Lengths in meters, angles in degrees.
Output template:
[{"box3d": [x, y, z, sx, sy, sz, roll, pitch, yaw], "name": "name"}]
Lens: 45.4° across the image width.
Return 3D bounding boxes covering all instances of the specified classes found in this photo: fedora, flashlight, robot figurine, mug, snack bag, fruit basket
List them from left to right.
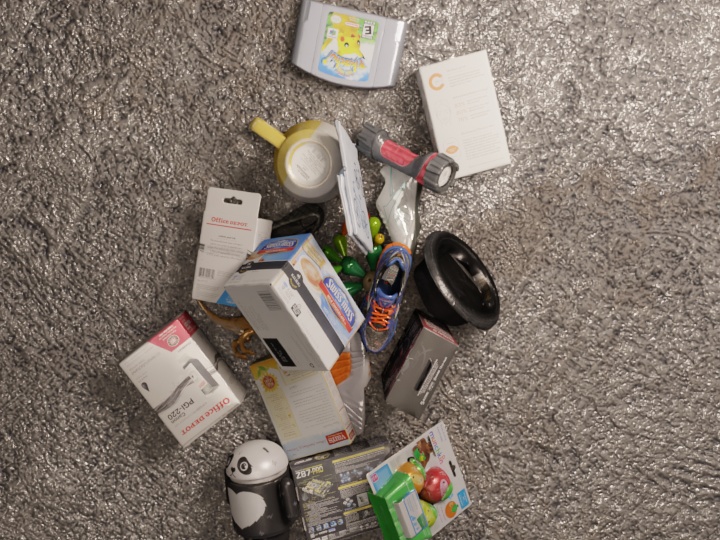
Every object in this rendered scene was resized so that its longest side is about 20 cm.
[{"box3d": [-0.187, 0.421, 1.613, 0.147, 0.125, 0.204, -7, 98, 0], "name": "robot figurine"}, {"box3d": [-0.105, -0.190, 1.518, 0.183, 0.153, 0.153, 2, 99, -1], "name": "mug"}, {"box3d": [-0.015, -0.139, 1.461, 0.021, 0.189, 0.204, -10, 81, 8], "name": "snack bag"}, {"box3d": [0.078, -0.202, 1.511, 0.199, 0.068, 0.068, 34, 95, 31], "name": "flashlight"}, {"box3d": [0.117, 0.413, 1.608, 0.198, 0.093, 0.188, -26, 103, -27], "name": "fruit basket"}, {"box3d": [0.163, 0.032, 1.567, 0.091, 0.201, 0.201, -36, 98, 35], "name": "fedora"}]

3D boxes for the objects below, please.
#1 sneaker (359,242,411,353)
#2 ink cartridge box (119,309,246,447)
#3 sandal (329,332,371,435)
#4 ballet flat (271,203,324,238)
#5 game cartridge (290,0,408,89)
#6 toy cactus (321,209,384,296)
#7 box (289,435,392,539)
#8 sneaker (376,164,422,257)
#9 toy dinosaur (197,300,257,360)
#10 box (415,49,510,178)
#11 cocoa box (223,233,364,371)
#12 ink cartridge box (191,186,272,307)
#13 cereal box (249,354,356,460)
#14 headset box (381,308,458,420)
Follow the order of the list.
[{"box3d": [0.040, 0.052, 1.526, 0.074, 0.078, 0.204, 12, 101, 2], "name": "sneaker"}, {"box3d": [-0.328, 0.202, 1.603, 0.145, 0.085, 0.201, -36, 98, 4], "name": "ink cartridge box"}, {"box3d": [-0.018, 0.205, 1.622, 0.078, 0.059, 0.211, 5, 108, 20], "name": "sandal"}, {"box3d": [-0.151, -0.057, 1.581, 0.199, 0.057, 0.067, -38, 97, 9], "name": "ballet flat"}, {"box3d": [-0.022, -0.400, 1.550, 0.196, 0.041, 0.136, 11, 101, -2], "name": "game cartridge"}, {"box3d": [0.000, 0.000, 1.584, 0.164, 0.102, 0.202, 32, 88, -15], "name": "toy cactus"}, {"box3d": [-0.024, 0.421, 1.639, 0.196, 0.049, 0.164, -14, 100, -9], "name": "box"}, {"box3d": [0.070, -0.101, 1.582, 0.079, 0.070, 0.205, 4, 94, 12], "name": "sneaker"}, {"box3d": [-0.221, 0.107, 1.615, 0.196, 0.061, 0.108, 4, 69, 1], "name": "toy dinosaur"}, {"box3d": [0.182, -0.275, 1.538, 0.122, 0.098, 0.204, -14, 98, 2], "name": "box"}, {"box3d": [-0.111, 0.057, 1.488, 0.132, 0.132, 0.202, -52, 122, -35], "name": "cocoa box"}, {"box3d": [-0.228, -0.040, 1.555, 0.114, 0.068, 0.204, 9, 91, 19], "name": "ink cartridge box"}, {"box3d": [-0.108, 0.245, 1.613, 0.142, 0.040, 0.203, -18, 99, 22], "name": "cereal box"}, {"box3d": [0.103, 0.166, 1.545, 0.074, 0.200, 0.151, 27, 96, -4], "name": "headset box"}]
